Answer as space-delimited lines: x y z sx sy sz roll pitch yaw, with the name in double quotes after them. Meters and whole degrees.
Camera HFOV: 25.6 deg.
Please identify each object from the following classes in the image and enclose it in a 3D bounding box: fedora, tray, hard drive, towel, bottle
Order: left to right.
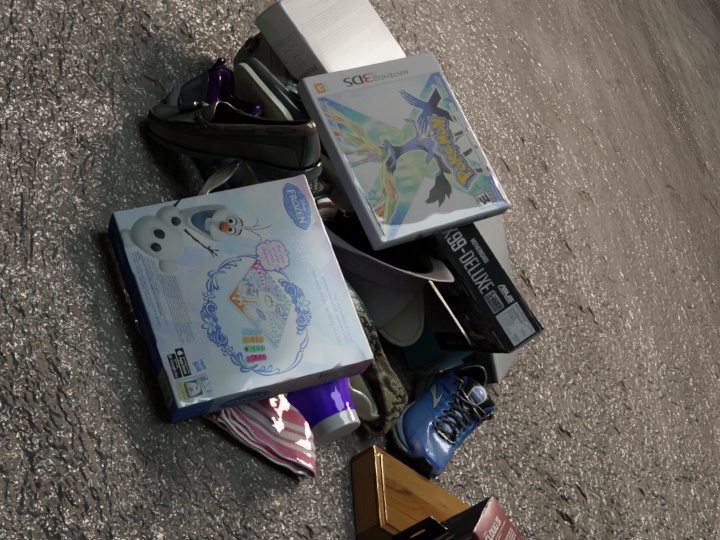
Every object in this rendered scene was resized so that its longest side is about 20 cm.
-0.096 0.095 1.560 0.146 0.030 0.201 37 34 -37 "towel"
-0.061 0.069 1.544 0.083 0.065 0.201 -6 65 -45 "bottle"
0.000 0.000 1.704 0.176 0.091 0.200 13 20 -38 "fedora"
0.071 0.269 1.653 0.199 0.037 0.099 35 35 -36 "tray"
0.158 0.022 1.969 0.140 0.033 0.202 -45 126 -63 "hard drive"

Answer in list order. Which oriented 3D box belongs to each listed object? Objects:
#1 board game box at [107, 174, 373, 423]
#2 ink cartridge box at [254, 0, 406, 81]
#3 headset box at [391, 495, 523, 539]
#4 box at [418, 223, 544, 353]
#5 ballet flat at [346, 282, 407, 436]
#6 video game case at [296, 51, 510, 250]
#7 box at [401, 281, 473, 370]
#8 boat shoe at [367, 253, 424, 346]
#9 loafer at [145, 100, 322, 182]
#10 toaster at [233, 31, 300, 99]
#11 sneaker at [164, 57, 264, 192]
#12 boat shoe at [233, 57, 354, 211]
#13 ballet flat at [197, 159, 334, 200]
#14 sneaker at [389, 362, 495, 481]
-0.113 0.022 1.482 0.197 0.043 0.202 -13 69 -23 "board game box"
-0.012 -0.232 1.776 0.201 0.050 0.161 56 36 -6 "ink cartridge box"
0.105 0.325 1.530 0.201 0.148 0.075 56 27 -6 "headset box"
0.115 0.000 1.789 0.201 0.050 0.158 57 -9 -2 "box"
-0.011 0.089 1.628 0.201 0.067 0.076 62 32 -27 "ballet flat"
0.047 -0.131 1.689 0.181 0.022 0.201 -16 74 -34 "video game case"
0.058 0.017 1.871 0.082 0.049 0.202 6 57 -57 "box"
0.025 -0.003 1.815 0.201 0.072 0.063 65 7 16 "boat shoe"
-0.126 -0.145 1.593 0.072 0.198 0.063 -44 146 -52 "loafer"
-0.060 -0.180 1.811 0.200 0.113 0.130 38 37 -31 "toaster"
-0.120 -0.124 1.678 0.201 0.087 0.074 53 28 -10 "sneaker"
-0.056 -0.155 1.703 0.200 0.072 0.068 45 67 -6 "boat shoe"
-0.106 -0.081 1.619 0.199 0.067 0.076 -28 105 -40 "ballet flat"
0.095 0.156 1.748 0.079 0.089 0.200 50 29 -12 "sneaker"
